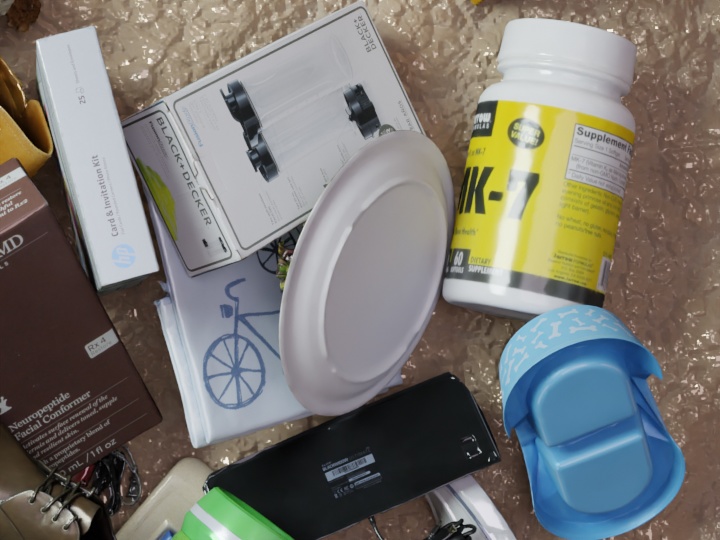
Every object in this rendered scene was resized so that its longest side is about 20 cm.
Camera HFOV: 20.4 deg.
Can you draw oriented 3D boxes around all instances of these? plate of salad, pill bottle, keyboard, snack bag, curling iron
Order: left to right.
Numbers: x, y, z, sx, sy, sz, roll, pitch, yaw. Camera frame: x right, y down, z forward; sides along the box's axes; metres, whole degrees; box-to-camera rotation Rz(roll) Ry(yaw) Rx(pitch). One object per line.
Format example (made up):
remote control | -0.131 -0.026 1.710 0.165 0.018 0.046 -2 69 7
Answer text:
curling iron | -0.214 0.206 1.368 0.049 0.026 0.200 35 83 -4
snack bag | -0.064 0.005 1.363 0.188 0.021 0.201 -15 90 -42
plate of salad | 0.000 0.000 1.345 0.048 0.200 0.201 21 83 31
keyboard | 0.003 0.159 1.363 0.199 0.021 0.128 -23 66 -3
pill bottle | 0.129 -0.066 1.394 0.114 0.114 0.201 12 85 -9

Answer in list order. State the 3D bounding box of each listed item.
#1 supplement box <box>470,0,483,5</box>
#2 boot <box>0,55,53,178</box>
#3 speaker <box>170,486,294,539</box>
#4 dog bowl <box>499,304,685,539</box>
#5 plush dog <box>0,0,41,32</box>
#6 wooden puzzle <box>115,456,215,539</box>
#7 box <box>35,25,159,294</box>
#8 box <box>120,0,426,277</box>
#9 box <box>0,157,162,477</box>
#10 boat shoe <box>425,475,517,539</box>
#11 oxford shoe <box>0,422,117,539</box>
supplement box | 0.121 -0.330 1.393 0.199 0.133 0.198 -33 93 -9
boot | -0.252 -0.039 1.316 0.144 0.071 0.202 -28 87 31
speaker | -0.123 0.243 1.298 0.088 0.088 0.200 36 86 -7
dog bowl | 0.155 0.103 1.374 0.111 0.050 0.201 -21 131 1
plush dog | -0.317 -0.197 1.326 0.171 0.161 0.201 -16 58 4
wooden puzzle | -0.113 0.260 1.374 0.185 0.046 0.200 41 82 -6
box | -0.174 -0.065 1.297 0.041 0.200 0.157 -15 90 -9
box | -0.056 -0.091 1.338 0.200 0.060 0.117 -34 102 -41
box | -0.215 0.039 1.291 0.100 0.075 0.201 -32 127 -10
boat shoe | 0.087 0.226 1.397 0.065 0.074 0.201 -29 92 -14
oxford shoe | -0.201 0.143 1.246 0.084 0.073 0.200 -27 107 34
